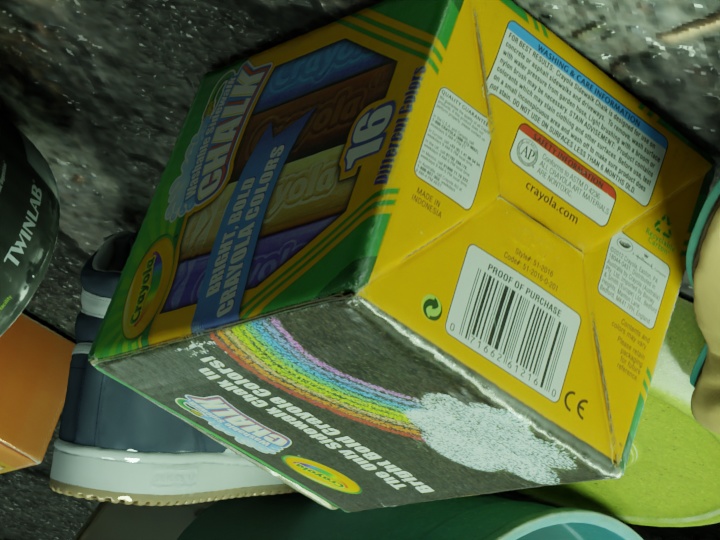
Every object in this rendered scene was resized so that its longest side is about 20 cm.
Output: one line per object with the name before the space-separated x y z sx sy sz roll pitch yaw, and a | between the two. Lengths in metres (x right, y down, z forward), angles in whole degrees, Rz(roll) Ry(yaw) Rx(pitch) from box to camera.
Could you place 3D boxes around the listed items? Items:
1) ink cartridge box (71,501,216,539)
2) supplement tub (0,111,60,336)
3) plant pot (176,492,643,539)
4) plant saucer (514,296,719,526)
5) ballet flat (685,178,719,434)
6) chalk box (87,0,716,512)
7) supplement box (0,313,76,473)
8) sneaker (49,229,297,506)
ink cartridge box | -0.074 0.220 1.297 0.145 0.084 0.201 11 124 18
supplement tub | -0.212 -0.052 0.909 0.122 0.123 0.200 1 148 36
plant pot | 0.009 0.180 1.094 0.188 0.200 0.200 15 158 45
plant saucer | 0.089 0.057 1.007 0.199 0.031 0.200 16 155 8
ballet flat | 0.149 0.017 0.833 0.063 0.069 0.200 49 171 21
chalk box | 0.000 0.000 0.853 0.125 0.124 0.200 34 153 -28
supplement box | -0.218 0.066 1.221 0.069 0.067 0.200 31 154 -28
sneaker | -0.062 0.039 1.060 0.070 0.109 0.200 6 -178 24
